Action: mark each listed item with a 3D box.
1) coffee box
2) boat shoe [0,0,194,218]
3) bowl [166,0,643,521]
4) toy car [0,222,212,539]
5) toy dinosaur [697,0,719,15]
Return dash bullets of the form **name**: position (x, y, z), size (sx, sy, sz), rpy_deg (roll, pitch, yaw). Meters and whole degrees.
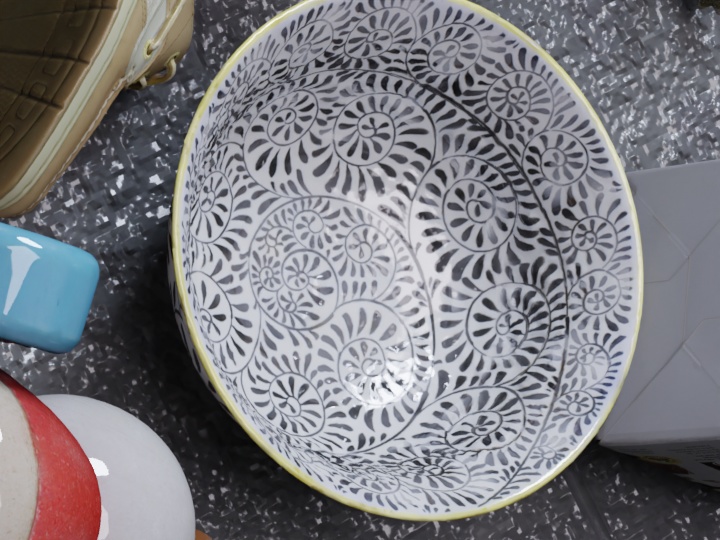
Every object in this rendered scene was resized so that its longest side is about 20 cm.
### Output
- **coffee box**: position (0.186, 0.038, 1.190), size (0.200, 0.080, 0.113), rpy_deg (24, 67, -46)
- **boat shoe**: position (-0.092, -0.101, 1.106), size (0.066, 0.074, 0.200), rpy_deg (42, 69, -48)
- **bowl**: position (0.000, 0.000, 1.123), size (0.201, 0.094, 0.201), rpy_deg (6, 77, -27)
- **toy car**: position (-0.135, 0.082, 1.025), size (0.200, 0.177, 0.184), rpy_deg (22, 83, -54)
- **toy dinosaur**: position (0.173, -0.162, 1.274), size (0.200, 0.077, 0.102), rpy_deg (18, 60, -20)
